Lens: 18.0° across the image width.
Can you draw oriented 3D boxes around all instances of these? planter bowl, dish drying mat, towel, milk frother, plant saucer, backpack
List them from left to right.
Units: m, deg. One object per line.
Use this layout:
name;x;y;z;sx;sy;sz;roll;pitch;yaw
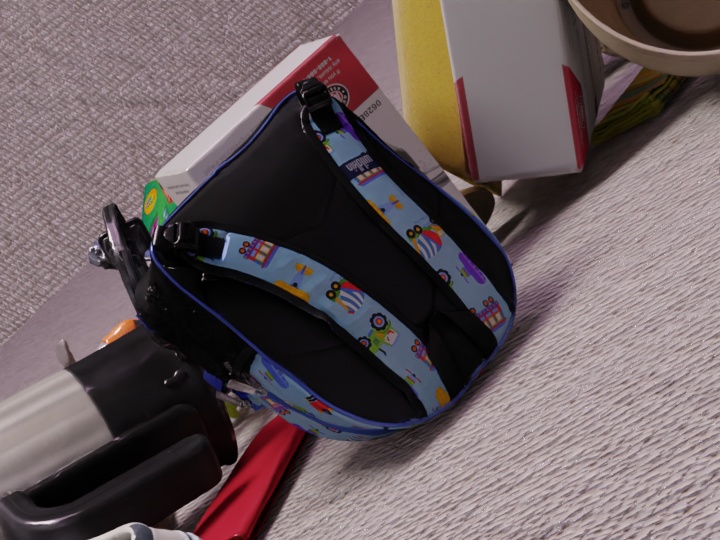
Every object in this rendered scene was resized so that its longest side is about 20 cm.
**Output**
milk frother;-0.196;0.083;1.496;0.187;0.201;0.180;-28;8;-19
dish drying mat;-0.073;0.145;1.486;0.077;0.018;0.200;-37;11;25
backpack;-0.015;0.015;1.376;0.183;0.200;0.135;-48;-7;-30
plant saucer;0.061;-0.158;1.674;0.048;0.202;0.200;-5;-4;11
towel;0.235;-0.171;1.671;0.200;0.018;0.086;-52;14;-31
planter bowl;0.225;-0.214;1.519;0.200;0.200;0.135;-41;-18;-3

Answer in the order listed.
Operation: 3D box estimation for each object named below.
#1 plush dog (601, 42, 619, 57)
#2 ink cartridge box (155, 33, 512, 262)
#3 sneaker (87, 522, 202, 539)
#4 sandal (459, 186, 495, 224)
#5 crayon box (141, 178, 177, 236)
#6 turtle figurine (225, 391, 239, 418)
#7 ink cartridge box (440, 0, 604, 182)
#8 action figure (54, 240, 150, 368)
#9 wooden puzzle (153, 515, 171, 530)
plush dog;0.121;-0.172;1.867;0.200;0.160;0.173;-25;41;57
ink cartridge box;-0.016;-0.035;1.532;0.147;0.200;0.083;-43;13;-15
sneaker;-0.179;0.204;1.402;0.199;0.071;0.073;-35;39;29
sandal;-0.001;-0.003;1.639;0.212;0.070;0.078;-45;-31;-10
crayon box;-0.063;-0.040;1.803;0.119;0.198;0.059;164;109;-69
turtle figurine;-0.109;0.070;1.816;0.199;0.065;0.162;-23;23;23
ink cartridge box;0.118;-0.165;1.620;0.083;0.146;0.200;-7;19;13
action figure;-0.142;0.046;1.728;0.199;0.105;0.193;14;33;35
wooden puzzle;-0.212;0.234;1.565;0.199;0.037;0.185;-36;5;-1
